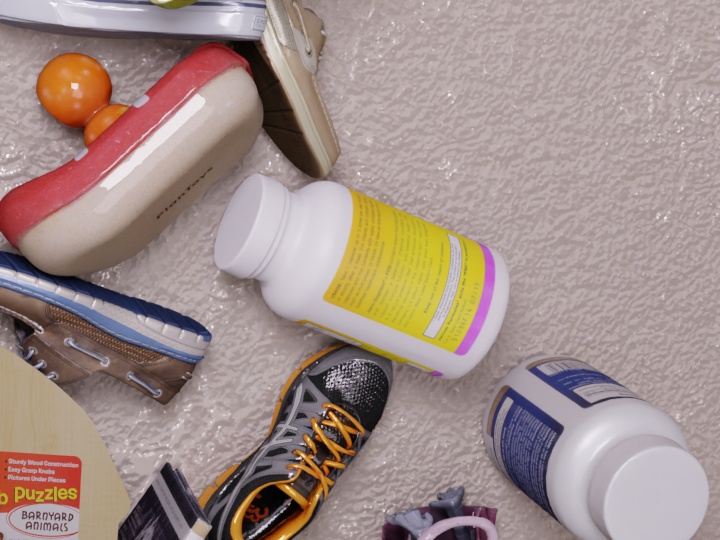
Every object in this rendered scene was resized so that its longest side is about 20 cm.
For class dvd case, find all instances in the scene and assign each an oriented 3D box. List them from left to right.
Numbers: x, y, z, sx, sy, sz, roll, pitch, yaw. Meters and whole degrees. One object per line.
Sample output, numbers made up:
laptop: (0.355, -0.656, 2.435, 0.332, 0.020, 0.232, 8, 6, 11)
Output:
dvd case: (-0.177, 0.237, 1.380, 0.016, 0.149, 0.200, 35, 90, -17)

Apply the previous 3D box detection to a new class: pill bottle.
pill bottle: (0.000, 0.000, 1.409, 0.200, 0.104, 0.104, 22, 95, -22)
pill bottle: (0.175, 0.138, 1.449, 0.111, 0.200, 0.111, -4, 104, -17)

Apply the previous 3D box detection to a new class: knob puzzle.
knob puzzle: (-0.248, 0.149, 1.288, 0.220, 0.030, 0.220, 5, 79, -27)

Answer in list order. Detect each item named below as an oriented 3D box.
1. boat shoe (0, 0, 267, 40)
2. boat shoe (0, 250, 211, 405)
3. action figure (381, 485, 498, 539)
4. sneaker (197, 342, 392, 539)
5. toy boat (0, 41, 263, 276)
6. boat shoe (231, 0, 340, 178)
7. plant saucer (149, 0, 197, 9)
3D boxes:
boat shoe: (-0.160, -0.188, 1.312, 0.200, 0.072, 0.062, 3, 91, 2)
boat shoe: (-0.203, 0.043, 1.367, 0.200, 0.072, 0.072, 22, 96, -22)
action figure: (0.085, 0.269, 1.486, 0.134, 0.149, 0.200, -12, 92, -22)
sneaker: (-0.040, 0.140, 1.444, 0.078, 0.077, 0.200, 38, 87, -21)
toy boat: (-0.170, -0.093, 1.336, 0.200, 0.131, 0.131, -43, 82, -6)
boat shoe: (-0.053, -0.162, 1.372, 0.065, 0.072, 0.200, -30, 105, -22)
plant saucer: (-0.094, -0.258, 1.287, 0.200, 0.200, 0.048, -28, 148, -17)
